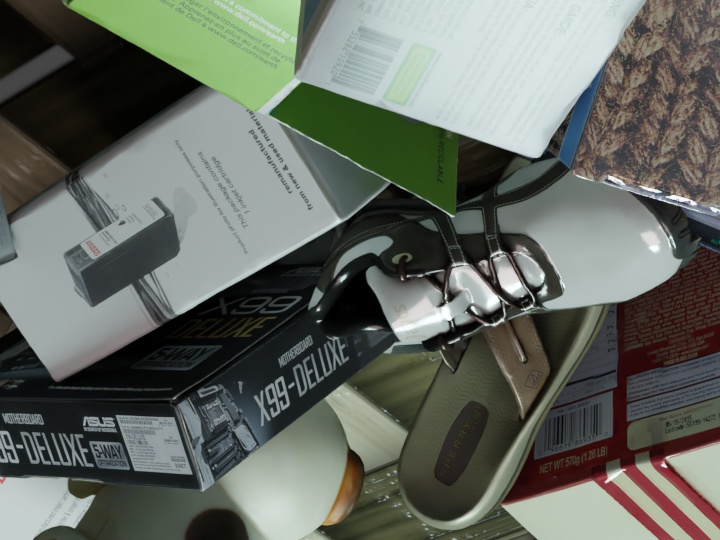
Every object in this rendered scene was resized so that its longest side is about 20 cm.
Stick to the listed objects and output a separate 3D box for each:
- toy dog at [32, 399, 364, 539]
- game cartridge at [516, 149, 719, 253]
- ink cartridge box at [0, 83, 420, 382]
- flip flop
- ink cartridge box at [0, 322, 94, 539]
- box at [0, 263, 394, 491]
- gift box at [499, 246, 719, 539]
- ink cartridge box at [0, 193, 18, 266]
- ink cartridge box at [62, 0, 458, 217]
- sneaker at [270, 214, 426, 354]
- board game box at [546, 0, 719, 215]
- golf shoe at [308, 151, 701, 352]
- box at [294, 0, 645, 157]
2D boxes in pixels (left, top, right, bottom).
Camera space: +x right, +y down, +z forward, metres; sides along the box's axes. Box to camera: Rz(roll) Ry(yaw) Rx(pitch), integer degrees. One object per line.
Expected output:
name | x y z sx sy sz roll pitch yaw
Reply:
toy dog | -0.093 0.135 1.072 0.140 0.200 0.194 46 156 -11
game cartridge | 0.181 -0.027 0.912 0.199 0.129 0.039 25 109 30
ink cartridge box | -0.068 -0.043 0.948 0.199 0.144 0.084 -27 98 35
flip flop | 0.064 0.036 0.986 0.057 0.081 0.202 7 111 -52
ink cartridge box | -0.150 0.126 1.227 0.198 0.085 0.146 21 138 -18
box | -0.106 0.050 1.013 0.199 0.157 0.050 -2 113 41
gift box | 0.181 0.098 1.072 0.183 0.202 0.187 -16 139 32
ink cartridge box | -0.271 -0.080 0.901 0.174 0.084 0.202 -10 97 19
ink cartridge box | -0.015 -0.136 0.838 0.199 0.149 0.076 27 136 -26
sneaker | 0.000 0.000 1.063 0.199 0.075 0.088 -22 136 29
board game box | 0.149 -0.087 0.826 0.158 0.200 0.098 15 103 -13
golf shoe | 0.059 0.002 0.888 0.199 0.095 0.078 -8 121 48
box | 0.046 -0.163 0.754 0.100 0.201 0.113 16 139 -15
